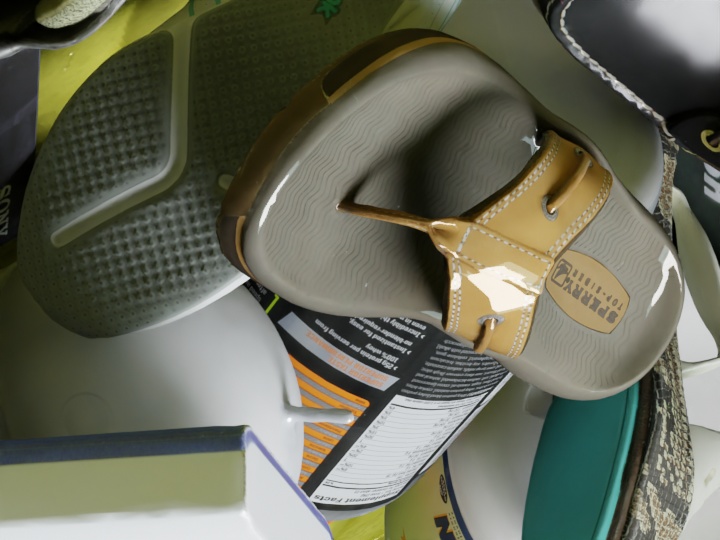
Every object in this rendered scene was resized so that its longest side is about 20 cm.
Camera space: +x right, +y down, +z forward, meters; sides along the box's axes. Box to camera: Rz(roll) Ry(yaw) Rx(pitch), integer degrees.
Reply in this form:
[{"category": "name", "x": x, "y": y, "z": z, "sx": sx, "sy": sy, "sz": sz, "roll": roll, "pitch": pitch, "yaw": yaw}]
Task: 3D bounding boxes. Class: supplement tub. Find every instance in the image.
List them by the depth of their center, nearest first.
[{"category": "supplement tub", "x": 0.000, "y": 0.000, "z": 0.832, "sx": 0.122, "sy": 0.123, "sz": 0.200, "roll": -20, "pitch": 158, "yaw": -45}, {"category": "supplement tub", "x": 0.087, "y": 0.088, "z": 0.972, "sx": 0.144, "sy": 0.145, "sz": 0.200, "roll": -31, "pitch": 169, "yaw": -18}]

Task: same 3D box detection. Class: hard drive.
[{"category": "hard drive", "x": -0.114, "y": 0.070, "z": 0.641, "sx": 0.198, "sy": 0.026, "sz": 0.132, "roll": -4, "pitch": 163, "yaw": 7}]

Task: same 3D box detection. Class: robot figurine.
[{"category": "robot figurine", "x": -0.098, "y": 0.059, "z": 0.768, "sx": 0.199, "sy": 0.113, "sz": 0.169, "roll": -29, "pitch": 128, "yaw": 31}]

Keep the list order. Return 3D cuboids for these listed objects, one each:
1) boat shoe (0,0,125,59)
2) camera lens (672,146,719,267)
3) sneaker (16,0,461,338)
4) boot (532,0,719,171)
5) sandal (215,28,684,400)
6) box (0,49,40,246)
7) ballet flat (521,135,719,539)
[{"category": "boat shoe", "x": -0.071, "y": -0.078, "z": 0.539, "sx": 0.200, "sy": 0.066, "sz": 0.072, "roll": -26, "pitch": 136, "yaw": -28}, {"category": "camera lens", "x": 0.201, "y": -0.083, "z": 0.951, "sx": 0.199, "sy": 0.160, "sz": 0.160, "roll": -26, "pitch": 161, "yaw": -31}, {"category": "sneaker", "x": -0.014, "y": -0.060, "z": 0.693, "sx": 0.201, "sy": 0.070, "sz": 0.080, "roll": -50, "pitch": 173, "yaw": -1}, {"category": "boot", "x": 0.138, "y": -0.017, "z": 0.752, "sx": 0.199, "sy": 0.151, "sz": 0.073, "roll": 28, "pitch": 132, "yaw": -34}, {"category": "sandal", "x": 0.040, "y": -0.003, "z": 0.678, "sx": 0.082, "sy": 0.054, "sz": 0.200, "roll": -57, "pitch": 141, "yaw": 1}, {"category": "box", "x": -0.168, "y": -0.006, "z": 0.620, "sx": 0.199, "sy": 0.036, "sz": 0.143, "roll": -33, "pitch": 164, "yaw": -21}, {"category": "ballet flat", "x": 0.094, "y": 0.032, "z": 0.856, "sx": 0.075, "sy": 0.202, "sz": 0.068, "roll": 11, "pitch": 157, "yaw": -26}]
